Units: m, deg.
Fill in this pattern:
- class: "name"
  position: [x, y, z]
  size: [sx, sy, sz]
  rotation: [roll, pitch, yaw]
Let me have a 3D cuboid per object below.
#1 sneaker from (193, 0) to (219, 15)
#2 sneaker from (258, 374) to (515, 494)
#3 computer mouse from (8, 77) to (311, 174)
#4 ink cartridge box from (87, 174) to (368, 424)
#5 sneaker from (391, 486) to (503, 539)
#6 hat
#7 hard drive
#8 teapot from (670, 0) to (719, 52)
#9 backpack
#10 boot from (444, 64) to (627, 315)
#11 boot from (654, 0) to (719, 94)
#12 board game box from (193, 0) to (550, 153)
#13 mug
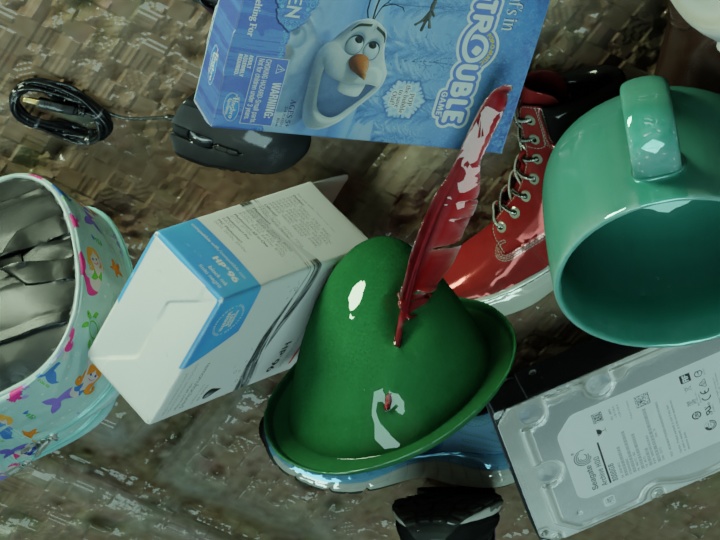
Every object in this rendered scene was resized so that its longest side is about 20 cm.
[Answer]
- class: "sneaker"
  position: [-0.050, -0.172, 1.541]
  size: [0.200, 0.075, 0.081]
  rotation: [20, 127, -16]
- class: "sneaker"
  position: [0.026, 0.102, 1.782]
  size: [0.200, 0.078, 0.090]
  rotation: [-2, 121, -8]
- class: "computer mouse"
  position: [-0.132, -0.094, 1.636]
  size: [0.200, 0.034, 0.059]
  rotation: [5, 131, -2]
- class: "ink cartridge box"
  position: [-0.070, 0.015, 1.620]
  size: [0.068, 0.200, 0.116]
  rotation: [45, 126, 19]
- class: "sneaker"
  position: [0.068, 0.201, 1.768]
  size: [0.076, 0.200, 0.088]
  rotation: [-2, 88, 9]
- class: "hat"
  position: [0.000, 0.000, 1.560]
  size: [0.166, 0.200, 0.176]
  rotation: [15, 138, 44]
- class: "hard drive"
  position: [0.197, 0.101, 1.754]
  size: [0.200, 0.038, 0.140]
  rotation: [-22, 127, -1]
- class: "teapot"
  position: [0.254, -0.215, 1.382]
  size: [0.146, 0.198, 0.200]
  rotation: [-6, 155, -19]
- class: "backpack"
  position: [-0.240, 0.039, 1.661]
  size: [0.200, 0.178, 0.151]
  rotation: [-31, 145, 23]
- class: "boot"
  position: [0.102, -0.055, 1.641]
  size: [0.200, 0.072, 0.144]
  rotation: [-27, 124, 13]
- class: "boot"
  position: [0.187, -0.143, 1.546]
  size: [0.186, 0.064, 0.200]
  rotation: [-8, 137, -14]
- class: "board game box"
  position: [0.019, -0.173, 1.499]
  size: [0.199, 0.043, 0.200]
  rotation: [3, 120, -24]
- class: "mug"
  position: [0.194, -0.051, 1.531]
  size: [0.152, 0.115, 0.185]
  rotation: [11, 140, -18]
